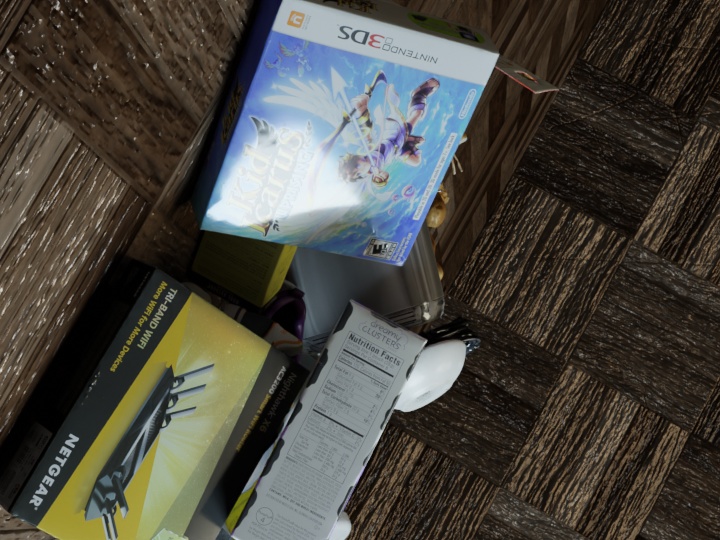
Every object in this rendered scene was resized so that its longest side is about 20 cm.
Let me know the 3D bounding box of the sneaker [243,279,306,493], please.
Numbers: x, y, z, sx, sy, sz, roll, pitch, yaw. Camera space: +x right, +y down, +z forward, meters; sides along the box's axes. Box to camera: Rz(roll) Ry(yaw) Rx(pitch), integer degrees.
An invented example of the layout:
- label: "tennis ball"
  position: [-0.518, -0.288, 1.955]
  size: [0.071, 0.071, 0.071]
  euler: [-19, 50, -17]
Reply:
- label: "sneaker"
  position: [-0.095, 0.106, 1.235]
  size: [0.087, 0.073, 0.203]
  euler: [-169, -87, -76]

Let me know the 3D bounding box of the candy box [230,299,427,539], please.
- label: "candy box"
  position: [-0.028, 0.137, 1.106]
  size: [0.202, 0.071, 0.168]
  euler: [-63, 179, -11]

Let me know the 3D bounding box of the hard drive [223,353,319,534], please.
- label: "hard drive"
  position: [-0.115, 0.161, 1.447]
  size: [0.026, 0.131, 0.202]
  euler: [21, 98, -46]

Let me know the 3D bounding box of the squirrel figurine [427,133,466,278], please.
- label: "squirrel figurine"
  position: [0.052, -0.100, 1.667]
  size: [0.200, 0.140, 0.189]
  euler: [-132, -120, -85]

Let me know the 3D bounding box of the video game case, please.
- label: "video game case"
  position: [-0.014, -0.108, 1.053]
  size: [0.046, 0.179, 0.202]
  euler: [-114, -139, -52]

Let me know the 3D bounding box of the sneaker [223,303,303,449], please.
- label: "sneaker"
  position: [-0.104, 0.130, 1.122]
  size: [0.079, 0.078, 0.202]
  euler: [107, 1, -73]

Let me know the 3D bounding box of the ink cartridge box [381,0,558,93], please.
- label: "ink cartridge box"
  position: [0.063, -0.179, 1.164]
  size: [0.048, 0.198, 0.160]
  euler: [-63, 170, 14]

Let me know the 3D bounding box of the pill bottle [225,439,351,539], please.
- label: "pill bottle"
  position: [-0.097, 0.186, 1.338]
  size: [0.110, 0.202, 0.112]
  euler: [-23, 158, -10]

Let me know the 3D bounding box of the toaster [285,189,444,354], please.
- label: "toaster"
  position: [0.000, 0.000, 1.323]
  size: [0.114, 0.197, 0.131]
  euler: [-17, 90, -79]

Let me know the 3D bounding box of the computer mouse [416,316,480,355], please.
- label: "computer mouse"
  position: [0.028, 0.086, 1.344]
  size: [0.139, 0.047, 0.200]
  euler: [-8, 161, -29]

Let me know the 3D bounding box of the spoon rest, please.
- label: "spoon rest"
  position: [0.008, 0.114, 1.263]
  size: [0.199, 0.061, 0.099]
  euler: [-31, 162, 1]

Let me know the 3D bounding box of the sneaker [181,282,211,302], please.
- label: "sneaker"
  position: [-0.161, 0.099, 1.149]
  size: [0.088, 0.075, 0.201]
  euler: [-51, 167, -50]

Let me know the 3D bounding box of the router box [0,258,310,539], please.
- label: "router box"
  position: [-0.151, 0.119, 1.020]
  size: [0.052, 0.157, 0.202]
  euler: [15, -107, 58]

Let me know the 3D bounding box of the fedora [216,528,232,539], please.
- label: "fedora"
  position: [-0.156, 0.263, 1.604]
  size: [0.202, 0.091, 0.201]
  euler: [-60, 171, -16]

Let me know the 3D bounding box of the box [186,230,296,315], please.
- label: "box"
  position: [-0.076, -0.065, 1.143]
  size: [0.202, 0.075, 0.050]
  euler: [-68, 171, 28]
